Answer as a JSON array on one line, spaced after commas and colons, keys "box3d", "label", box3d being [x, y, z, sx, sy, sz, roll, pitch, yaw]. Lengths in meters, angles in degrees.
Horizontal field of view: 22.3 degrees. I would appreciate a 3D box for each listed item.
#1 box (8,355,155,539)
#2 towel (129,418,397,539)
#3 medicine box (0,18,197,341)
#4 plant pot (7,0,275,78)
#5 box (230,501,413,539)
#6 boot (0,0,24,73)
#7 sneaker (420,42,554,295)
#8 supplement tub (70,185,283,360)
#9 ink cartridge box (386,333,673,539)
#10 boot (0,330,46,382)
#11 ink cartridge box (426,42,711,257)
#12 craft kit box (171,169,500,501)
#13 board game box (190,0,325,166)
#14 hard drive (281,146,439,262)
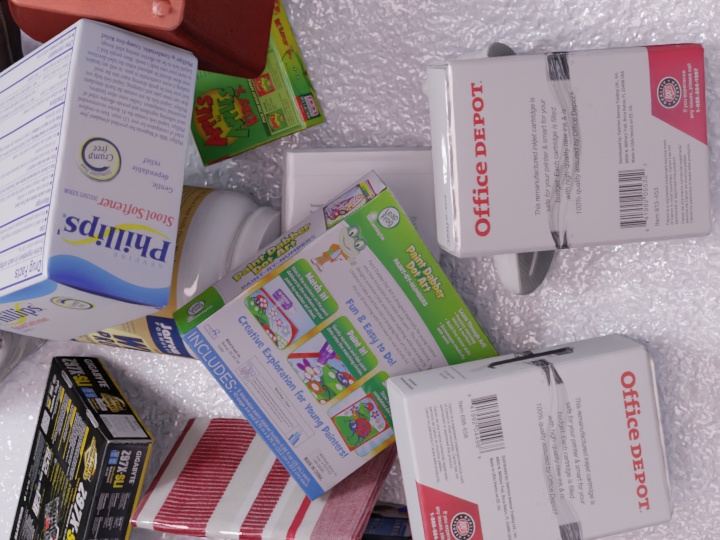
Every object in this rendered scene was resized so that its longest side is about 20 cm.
[{"box3d": [-0.248, 0.198, 1.603, 0.160, 0.049, 0.201, 42, 121, 53], "label": "box"}, {"box3d": [-0.077, 0.180, 1.540, 0.199, 0.144, 0.023, 3, 124, 20], "label": "towel"}, {"box3d": [-0.218, -0.062, 1.382, 0.182, 0.103, 0.201, -16, 65, 55], "label": "medicine box"}, {"box3d": [-0.171, -0.258, 1.398, 0.199, 0.176, 0.201, 10, 99, 6], "label": "plant pot"}, {"box3d": [-0.016, 0.228, 1.538, 0.199, 0.119, 0.042, 7, 104, 18], "label": "box"}, {"box3d": [-0.320, -0.191, 1.477, 0.072, 0.182, 0.201, 7, 126, 7], "label": "boot"}, {"box3d": [0.104, -0.078, 1.465, 0.080, 0.070, 0.201, -8, 96, 37], "label": "sneaker"}, {"box3d": [-0.160, -0.001, 1.528, 0.199, 0.144, 0.145, 8, 104, 19], "label": "supplement tub"}, {"box3d": [0.133, 0.141, 1.442, 0.199, 0.084, 0.145, -10, 99, -7], "label": "ink cartridge box"}, {"box3d": [-0.372, 0.094, 1.651, 0.200, 0.096, 0.074, -40, 87, 23], "label": "boot"}, {"box3d": [0.155, -0.092, 1.378, 0.199, 0.084, 0.146, -5, 97, -9], "label": "ink cartridge box"}, {"box3d": [-0.015, 0.054, 1.455, 0.197, 0.049, 0.200, -34, 120, 1], "label": "craft kit box"}, {"box3d": [-0.114, -0.199, 1.521, 0.101, 0.048, 0.201, -19, 94, 23], "label": "board game box"}, {"box3d": [0.000, 0.000, 1.500, 0.131, 0.027, 0.201, -2, 102, -14], "label": "hard drive"}]
